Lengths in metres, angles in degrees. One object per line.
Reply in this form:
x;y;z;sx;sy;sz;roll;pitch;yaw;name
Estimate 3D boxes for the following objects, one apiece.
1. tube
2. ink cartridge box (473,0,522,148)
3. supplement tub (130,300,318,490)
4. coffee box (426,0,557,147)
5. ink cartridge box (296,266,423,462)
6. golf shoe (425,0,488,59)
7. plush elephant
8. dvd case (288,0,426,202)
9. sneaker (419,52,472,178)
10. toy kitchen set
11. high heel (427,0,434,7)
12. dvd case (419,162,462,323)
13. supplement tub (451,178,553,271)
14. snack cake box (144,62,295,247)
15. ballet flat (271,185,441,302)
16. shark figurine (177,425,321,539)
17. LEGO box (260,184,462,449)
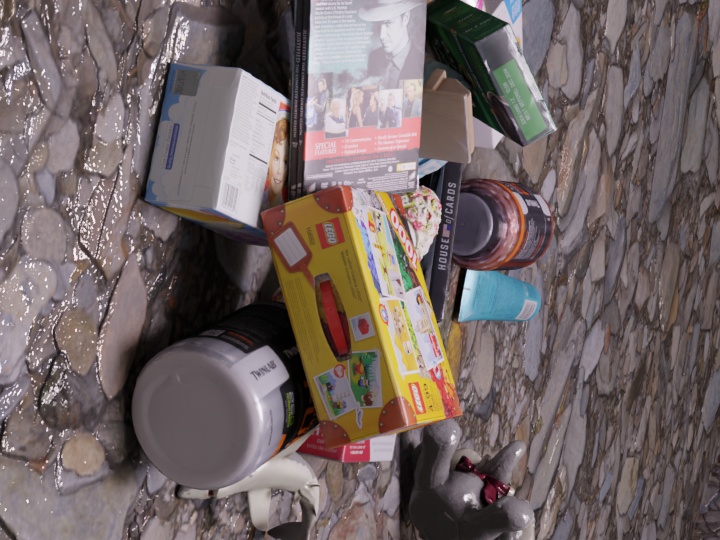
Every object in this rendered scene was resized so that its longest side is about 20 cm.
0.169;0.033;2.253;0.200;0.050;0.078;13;83;-64;tube
0.137;-0.217;2.034;0.115;0.067;0.201;-53;145;-50;ink cartridge box
-0.094;0.097;1.501;0.200;0.122;0.123;-30;126;-63;supplement tub
0.121;-0.201;1.790;0.123;0.044;0.200;62;-6;-23;coffee box
-0.012;0.081;1.755;0.146;0.082;0.201;13;87;-69;ink cartridge box
0.092;-0.232;1.909;0.092;0.072;0.201;-52;144;-50;golf shoe
0.138;0.260;2.118;0.155;0.165;0.200;-29;155;-47;plush elephant
-0.001;-0.161;1.526;0.146;0.022;0.201;-11;109;-45;dvd case
0.044;-0.113;1.776;0.074;0.082;0.201;13;103;-64;sneaker
0.053;-0.194;1.701;0.181;0.162;0.201;-55;148;-48;toy kitchen set
0.085;-0.280;1.773;0.071;0.142;0.201;46;56;-64;high heel
0.068;-0.038;1.870;0.150;0.025;0.201;151;-53;-74;dvd case
0.150;-0.052;2.081;0.200;0.106;0.108;-2;100;-69;supplement tub
-0.098;-0.091;1.493;0.200;0.067;0.116;26;72;-68;snack cake box
0.000;0.000;1.646;0.200;0.076;0.064;-42;-171;-2;ballet flat
-0.082;0.184;1.641;0.128;0.090;0.215;-44;144;-2;shark figurine
0.003;0.038;1.501;0.149;0.077;0.201;2;71;-69;LEGO box
